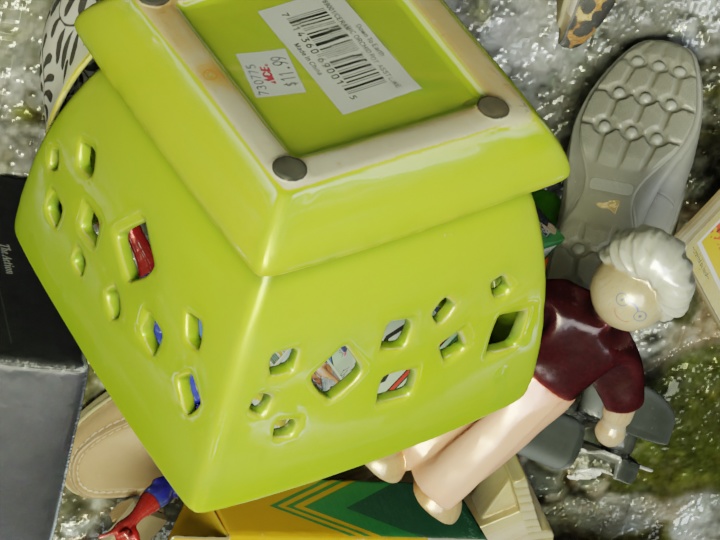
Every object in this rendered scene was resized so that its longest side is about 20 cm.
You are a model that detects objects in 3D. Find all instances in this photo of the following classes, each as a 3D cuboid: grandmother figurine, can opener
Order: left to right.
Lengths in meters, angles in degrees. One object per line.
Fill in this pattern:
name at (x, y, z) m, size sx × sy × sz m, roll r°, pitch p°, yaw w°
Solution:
can opener at (0.103, 0.081, 1.410) m, size 0.200 × 0.053 × 0.067 m, roll 18°, pitch 88°, yaw -48°
grandmother figurine at (0.096, 0.050, 1.272) m, size 0.121 × 0.061 × 0.200 m, roll 32°, pitch 119°, yaw -26°

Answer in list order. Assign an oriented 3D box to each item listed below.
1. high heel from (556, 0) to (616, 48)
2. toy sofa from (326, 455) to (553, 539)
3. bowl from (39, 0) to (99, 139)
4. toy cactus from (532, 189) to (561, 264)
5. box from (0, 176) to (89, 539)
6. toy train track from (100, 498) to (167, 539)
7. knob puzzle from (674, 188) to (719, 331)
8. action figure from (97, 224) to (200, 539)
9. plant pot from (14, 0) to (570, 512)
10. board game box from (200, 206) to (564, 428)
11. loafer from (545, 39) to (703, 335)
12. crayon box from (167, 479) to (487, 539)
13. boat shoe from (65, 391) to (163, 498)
high heel at (0.192, -0.195, 1.322) m, size 0.142 × 0.071 × 0.200 m, roll 17°, pitch 104°, yaw -16°
toy sofa at (0.009, 0.162, 1.471) m, size 0.200 × 0.083 × 0.098 m, roll -22°, pitch 131°, yaw -2°
bowl at (-0.089, -0.129, 1.254) m, size 0.200 × 0.094 × 0.201 m, roll -27°, pitch 155°, yaw -14°
toy cactus at (0.039, 0.001, 1.392) m, size 0.165 × 0.102 × 0.200 m, roll -17°, pitch 132°, yaw 7°
box at (-0.256, 0.038, 1.262) m, size 0.199 × 0.197 × 0.118 m, roll 5°, pitch 118°, yaw -18°
toy train track at (-0.183, 0.199, 1.464) m, size 0.115 × 0.033 × 0.200 m, roll 23°, pitch 119°, yaw -35°
knob puzzle at (0.277, -0.039, 1.414) m, size 0.219 × 0.030 × 0.220 m, roll -28°, pitch 140°, yaw -27°
action figure at (-0.117, 0.072, 1.337) m, size 0.065 × 0.099 × 0.200 m, roll -20°, pitch 104°, yaw 37°
plant pot at (-0.028, -0.038, 1.160) m, size 0.199 × 0.200 × 0.182 m, roll -18°, pitch 144°, yaw -29°
board game box at (0.000, 0.000, 1.332) m, size 0.200 × 0.135 × 0.029 m, roll -48°, pitch 163°, yaw 29°
loafer at (0.141, -0.035, 1.361) m, size 0.070 × 0.200 × 0.070 m, roll 16°, pitch 155°, yaw 13°
crayon box at (-0.044, 0.175, 1.358) m, size 0.200 × 0.052 × 0.126 m, roll 5°, pitch 126°, yaw -33°
boat shoe at (-0.077, 0.090, 1.417) m, size 0.199 × 0.065 × 0.071 m, roll -19°, pitch 122°, yaw -3°
